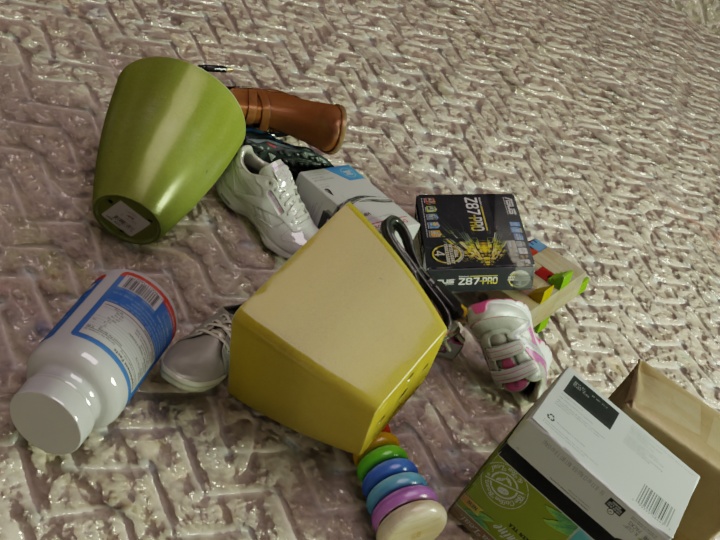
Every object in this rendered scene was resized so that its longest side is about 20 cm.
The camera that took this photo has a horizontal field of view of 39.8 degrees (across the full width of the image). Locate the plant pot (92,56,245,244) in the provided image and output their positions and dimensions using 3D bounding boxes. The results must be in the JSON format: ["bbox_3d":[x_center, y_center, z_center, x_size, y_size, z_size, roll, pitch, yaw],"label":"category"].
[{"bbox_3d":[-0.266,-0.138,1.294,0.185,0.187,0.202,24,53,-10],"label":"plant pot"}]

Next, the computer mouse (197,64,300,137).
[{"bbox_3d":[-0.181,-0.263,1.569,0.198,0.046,0.142,-5,58,-27],"label":"computer mouse"}]

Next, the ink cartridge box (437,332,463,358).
[{"bbox_3d":[0.045,0.061,1.387,0.198,0.037,0.095,12,42,-21],"label":"ink cartridge box"}]

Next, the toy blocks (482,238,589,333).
[{"bbox_3d":[0.247,0.013,1.539,0.136,0.101,0.199,37,46,28],"label":"toy blocks"}]

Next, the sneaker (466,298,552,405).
[{"bbox_3d":[0.208,0.113,1.354,0.200,0.081,0.089,46,35,-38],"label":"sneaker"}]

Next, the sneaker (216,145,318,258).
[{"bbox_3d":[-0.115,-0.091,1.386,0.200,0.100,0.075,40,37,8],"label":"sneaker"}]

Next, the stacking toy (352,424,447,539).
[{"bbox_3d":[0.027,0.224,1.166,0.084,0.086,0.201,4,42,-31],"label":"stacking toy"}]

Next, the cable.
[{"bbox_3d":[0.078,0.022,1.361,0.200,0.050,0.097,49,46,4],"label":"cable"}]

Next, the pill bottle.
[{"bbox_3d":[-0.284,0.097,1.060,0.111,0.113,0.201,31,38,-1],"label":"pill bottle"}]

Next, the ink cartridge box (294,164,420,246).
[{"bbox_3d":[0.003,-0.067,1.437,0.200,0.067,0.115,41,33,25],"label":"ink cartridge box"}]

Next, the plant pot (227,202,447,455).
[{"bbox_3d":[-0.019,0.086,1.127,0.176,0.201,0.200,38,60,14],"label":"plant pot"}]

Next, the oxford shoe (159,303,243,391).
[{"bbox_3d":[-0.169,0.084,1.162,0.075,0.058,0.200,32,24,11],"label":"oxford shoe"}]

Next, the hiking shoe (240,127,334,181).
[{"bbox_3d":[-0.123,-0.174,1.492,0.198,0.075,0.087,18,28,-29],"label":"hiking shoe"}]

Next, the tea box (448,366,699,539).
[{"bbox_3d":[0.248,0.264,1.172,0.199,0.198,0.133,40,38,11],"label":"tea box"}]

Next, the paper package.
[{"bbox_3d":[0.384,0.250,1.285,0.199,0.191,0.104,34,40,4],"label":"paper package"}]

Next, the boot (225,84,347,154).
[{"bbox_3d":[-0.116,-0.222,1.442,0.153,0.075,0.200,9,10,-29],"label":"boot"}]

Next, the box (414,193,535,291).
[{"bbox_3d":[0.169,-0.045,1.512,0.159,0.050,0.201,1,37,-2],"label":"box"}]
